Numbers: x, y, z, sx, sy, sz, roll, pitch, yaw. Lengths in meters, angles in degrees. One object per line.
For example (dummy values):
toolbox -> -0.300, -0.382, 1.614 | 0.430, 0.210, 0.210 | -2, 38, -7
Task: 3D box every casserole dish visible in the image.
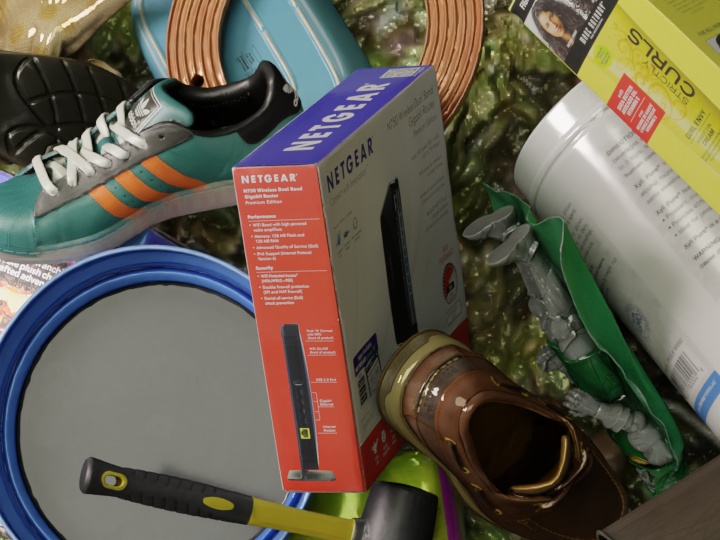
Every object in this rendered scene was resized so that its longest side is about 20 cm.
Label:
casserole dish -> -0.069, -0.132, 1.498 | 0.121, 0.039, 0.200 | -34, 71, 8

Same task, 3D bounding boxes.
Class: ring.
ring -> -0.021, -0.140, 1.454 | 0.200, 0.019, 0.201 | -4, 75, 16

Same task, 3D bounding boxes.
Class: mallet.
mallet -> -0.054, 0.140, 1.306 | 0.199, 0.041, 0.066 | 7, 85, -19

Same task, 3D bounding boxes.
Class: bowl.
bowl -> -0.115, 0.088, 1.368 | 0.200, 0.039, 0.201 | -1, 81, 7

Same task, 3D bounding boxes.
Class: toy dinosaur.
toy dinosaur -> -0.186, -0.141, 1.503 | 0.200, 0.058, 0.101 | -14, 95, 35

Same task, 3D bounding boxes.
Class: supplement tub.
supplement tub -> 0.192, -0.015, 1.337 | 0.132, 0.132, 0.200 | -39, 69, 6

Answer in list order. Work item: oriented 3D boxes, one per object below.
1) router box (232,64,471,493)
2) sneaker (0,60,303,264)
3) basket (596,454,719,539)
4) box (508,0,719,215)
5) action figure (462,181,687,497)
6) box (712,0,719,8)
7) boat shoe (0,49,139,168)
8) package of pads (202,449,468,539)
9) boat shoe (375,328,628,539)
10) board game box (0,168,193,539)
router box -> 0.000, 0.000, 1.324 | 0.049, 0.200, 0.180 | -1, 109, 20
sneaker -> -0.129, -0.068, 1.386 | 0.200, 0.080, 0.071 | -19, 43, -10
basket -> 0.245, 0.136, 1.276 | 0.200, 0.180, 0.136 | -38, 53, -3
box -> 0.170, -0.100, 1.261 | 0.200, 0.050, 0.075 | 47, 137, 16
action figure -> 0.127, 0.050, 1.331 | 0.055, 0.200, 0.118 | -35, 25, 1
box -> 0.265, -0.172, 1.331 | 0.200, 0.164, 0.166 | 42, 92, 22
boat shoe -> -0.209, -0.099, 1.449 | 0.200, 0.074, 0.076 | 18, 91, -19
package of pads -> -0.032, 0.189, 1.394 | 0.200, 0.068, 0.155 | -13, 74, 14
boat shoe -> 0.087, 0.103, 1.306 | 0.068, 0.200, 0.072 | 30, 83, 47
board game box -> -0.211, 0.049, 1.468 | 0.159, 0.097, 0.200 | 21, 84, 21
